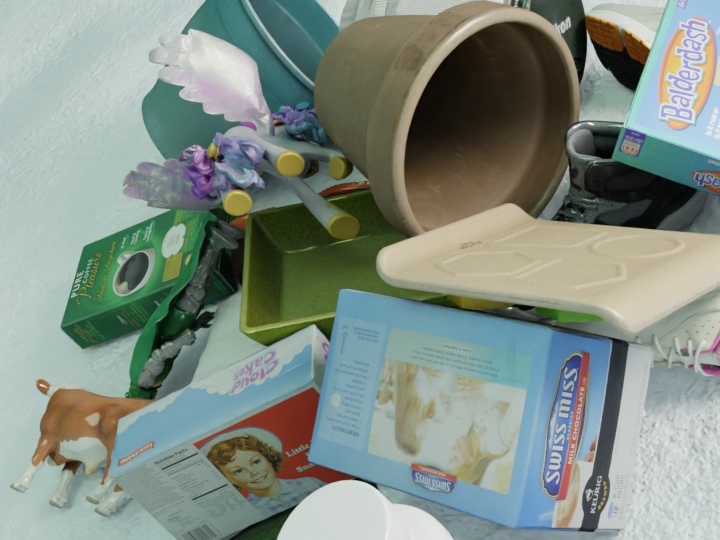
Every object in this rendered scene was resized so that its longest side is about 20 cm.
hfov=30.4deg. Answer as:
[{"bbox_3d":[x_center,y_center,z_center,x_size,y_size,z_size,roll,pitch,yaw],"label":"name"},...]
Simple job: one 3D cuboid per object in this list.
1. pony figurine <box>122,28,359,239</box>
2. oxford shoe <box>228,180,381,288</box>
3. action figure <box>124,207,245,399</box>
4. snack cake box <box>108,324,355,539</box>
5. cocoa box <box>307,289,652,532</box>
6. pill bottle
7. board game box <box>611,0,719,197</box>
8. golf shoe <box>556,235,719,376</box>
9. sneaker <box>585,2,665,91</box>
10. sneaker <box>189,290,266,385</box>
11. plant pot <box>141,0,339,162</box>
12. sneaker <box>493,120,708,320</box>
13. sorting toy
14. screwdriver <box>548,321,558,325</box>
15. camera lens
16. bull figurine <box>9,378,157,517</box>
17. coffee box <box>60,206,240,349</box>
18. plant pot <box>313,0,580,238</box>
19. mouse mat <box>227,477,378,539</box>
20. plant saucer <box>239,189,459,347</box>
[{"bbox_3d":[-0.101,-0.105,1.180,0.200,0.191,0.168,-126,51,-60],"label":"pony figurine"},{"bbox_3d":[-0.032,-0.032,1.255,0.198,0.071,0.074,-18,72,21],"label":"oxford shoe"},{"bbox_3d":[-0.170,0.047,1.242,0.202,0.054,0.118,-61,0,17],"label":"action figure"},{"bbox_3d":[-0.090,0.139,1.078,0.198,0.115,0.068,-26,34,18],"label":"snack cake box"},{"bbox_3d":[0.081,0.097,0.938,0.198,0.130,0.135,9,87,44],"label":"cocoa box"},{"bbox_3d":[0.029,0.219,0.841,0.111,0.200,0.113,-22,41,21],"label":"pill bottle"},{"bbox_3d":[0.303,-0.119,0.983,0.198,0.045,0.153,21,62,9],"label":"board game box"},{"bbox_3d":[0.230,0.040,0.953,0.198,0.075,0.092,-26,44,19],"label":"golf shoe"},{"bbox_3d":[0.286,-0.200,1.145,0.092,0.076,0.199,-44,46,-17],"label":"sneaker"},{"bbox_3d":[-0.065,0.054,1.178,0.198,0.074,0.117,-13,49,32],"label":"sneaker"},{"bbox_3d":[-0.119,-0.186,1.367,0.187,0.199,0.201,-38,37,22],"label":"plant pot"},{"bbox_3d":[0.171,-0.049,1.049,0.199,0.114,0.076,-34,38,8],"label":"sneaker"},{"bbox_3d":[0.139,0.000,0.911,0.198,0.037,0.184,13,22,38],"label":"sorting toy"},{"bbox_3d":[0.104,0.054,1.079,0.198,0.028,0.029,-16,16,25],"label":"screwdriver"},{"bbox_3d":[0.098,-0.212,1.227,0.198,0.160,0.161,1,53,39],"label":"camera lens"},{"bbox_3d":[-0.259,0.160,1.243,0.198,0.065,0.123,-4,58,45],"label":"bull figurine"},{"bbox_3d":[-0.213,-0.002,1.375,0.198,0.044,0.124,-21,42,23],"label":"coffee box"},{"bbox_3d":[0.051,-0.132,1.083,0.201,0.201,0.174,-48,45,-11],"label":"plant pot"},{"bbox_3d":[-0.058,0.250,1.039,0.199,0.008,0.162,-33,39,7],"label":"mouse mat"},{"bbox_3d":[0.000,0.000,1.135,0.197,0.048,0.201,-11,31,4],"label":"plant saucer"}]
